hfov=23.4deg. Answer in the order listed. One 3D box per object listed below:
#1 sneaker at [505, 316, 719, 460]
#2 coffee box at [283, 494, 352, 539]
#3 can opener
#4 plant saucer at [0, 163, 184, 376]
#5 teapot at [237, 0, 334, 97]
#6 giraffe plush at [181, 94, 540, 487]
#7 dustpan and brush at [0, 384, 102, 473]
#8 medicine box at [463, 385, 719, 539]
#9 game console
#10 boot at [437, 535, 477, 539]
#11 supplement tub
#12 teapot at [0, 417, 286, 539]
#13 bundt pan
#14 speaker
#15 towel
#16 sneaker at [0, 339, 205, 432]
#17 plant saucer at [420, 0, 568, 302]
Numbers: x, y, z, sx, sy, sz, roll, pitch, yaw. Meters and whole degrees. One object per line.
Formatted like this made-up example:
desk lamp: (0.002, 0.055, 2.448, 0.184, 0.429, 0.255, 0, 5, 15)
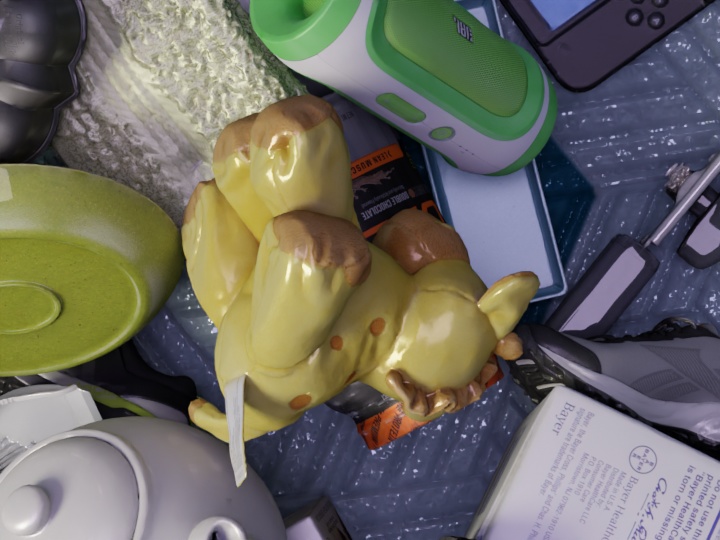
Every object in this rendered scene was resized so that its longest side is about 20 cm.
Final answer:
sneaker: (0.175, 0.062, 1.061, 0.199, 0.074, 0.080, 18, 77, -24)
coffee box: (-0.009, 0.249, 1.071, 0.080, 0.113, 0.201, -30, 88, 3)
can opener: (0.175, 0.004, 1.089, 0.066, 0.053, 0.200, 43, 93, 3)
plant saucer: (-0.198, 0.010, 0.988, 0.199, 0.200, 0.031, -13, 58, 4)
teapot: (-0.079, -0.184, 1.067, 0.197, 0.146, 0.201, 23, 92, 5)
giraffe plush: (0.005, 0.016, 0.939, 0.161, 0.172, 0.201, 3, 81, -25)
dustpan and brush: (-0.239, 0.135, 1.110, 0.199, 0.057, 0.140, 3, 125, 35)
medicine box: (0.171, 0.164, 1.015, 0.199, 0.182, 0.103, 27, 80, 5)
game console: (0.143, -0.239, 1.063, 0.172, 0.119, 0.200, -35, 86, 3)
boot: (0.093, 0.221, 0.960, 0.131, 0.070, 0.201, -1, 128, -12)
supplement tub: (0.000, 0.000, 1.069, 0.122, 0.123, 0.201, -29, 88, 4)
teapot: (-0.149, 0.158, 0.959, 0.200, 0.146, 0.198, -39, 47, 6)
bundt pan: (-0.251, -0.128, 0.933, 0.201, 0.076, 0.203, 0, 100, -1)
speaker: (0.030, -0.125, 1.015, 0.088, 0.200, 0.089, -20, 58, 36)
towel: (-0.125, -0.110, 0.995, 0.148, 0.036, 0.200, -34, 97, 14)
sneaker: (-0.188, 0.062, 1.123, 0.199, 0.072, 0.083, 31, 53, 13)
plant saucer: (0.076, -0.074, 1.117, 0.070, 0.019, 0.201, -14, 89, 4)
